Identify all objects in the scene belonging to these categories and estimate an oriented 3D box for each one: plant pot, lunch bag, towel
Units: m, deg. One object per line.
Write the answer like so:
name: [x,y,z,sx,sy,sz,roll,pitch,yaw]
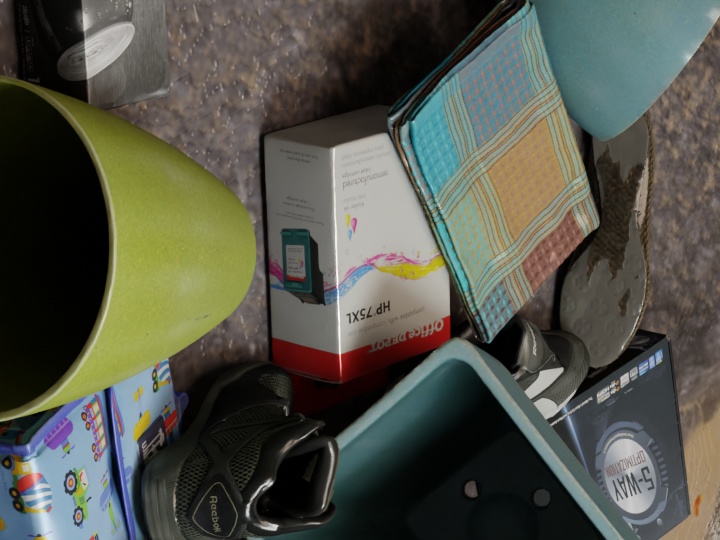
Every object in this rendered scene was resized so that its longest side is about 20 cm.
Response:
plant pot: [0.075,0.180,1.694,0.196,0.197,0.200,-40,168,10]
plant pot: [-0.153,-0.010,1.453,0.200,0.186,0.188,2,97,-57]
lunch bag: [-0.167,0.124,1.537,0.200,0.094,0.151,-41,127,-52]
towel: [0.096,-0.068,1.713,0.147,0.022,0.201,-45,131,-28]
plant pot: [0.169,-0.211,1.765,0.134,0.200,0.201,33,70,-10]

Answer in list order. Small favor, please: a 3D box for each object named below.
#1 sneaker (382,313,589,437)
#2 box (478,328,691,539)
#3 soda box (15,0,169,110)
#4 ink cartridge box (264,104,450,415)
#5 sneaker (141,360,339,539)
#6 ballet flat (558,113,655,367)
sneaker: [0.109,0.066,1.806,0.199,0.067,0.091,-11,148,-45]
box: [0.171,0.155,1.935,0.200,0.043,0.161,-28,118,-41]
soda box: [-0.160,-0.197,1.473,0.071,0.063,0.201,-18,111,-45]
ink cartridge box: [0.000,0.000,1.692,0.116,0.067,0.201,-18,113,-44]
sneaker: [-0.054,0.115,1.590,0.199,0.114,0.077,-49,137,-67]
ballet flat: [0.190,-0.028,1.911,0.046,0.067,0.201,-7,103,-78]
